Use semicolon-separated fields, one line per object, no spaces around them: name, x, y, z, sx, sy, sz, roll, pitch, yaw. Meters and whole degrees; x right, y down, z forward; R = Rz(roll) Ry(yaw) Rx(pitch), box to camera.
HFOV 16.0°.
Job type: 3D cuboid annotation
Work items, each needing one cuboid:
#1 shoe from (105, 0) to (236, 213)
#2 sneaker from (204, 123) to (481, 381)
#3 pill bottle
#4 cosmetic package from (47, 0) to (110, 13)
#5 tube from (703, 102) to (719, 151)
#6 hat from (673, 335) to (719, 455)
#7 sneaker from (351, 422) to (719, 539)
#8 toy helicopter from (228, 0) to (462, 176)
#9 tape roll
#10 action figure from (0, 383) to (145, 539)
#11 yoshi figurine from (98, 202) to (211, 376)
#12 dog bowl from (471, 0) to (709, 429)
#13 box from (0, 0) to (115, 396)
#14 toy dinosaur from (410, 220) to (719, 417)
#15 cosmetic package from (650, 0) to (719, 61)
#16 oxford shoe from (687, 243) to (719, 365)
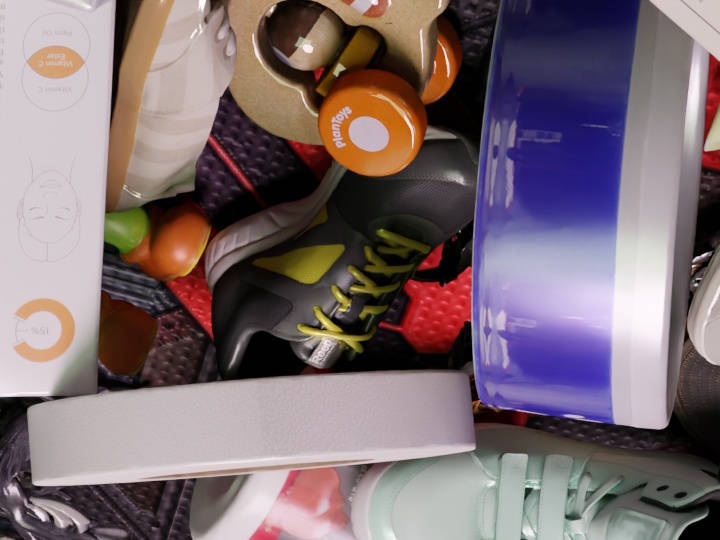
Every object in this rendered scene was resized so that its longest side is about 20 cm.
shoe;-0.080;-0.093;1.093;0.053;0.070;0.200;6;146;-13
sneaker;0.000;0.000;1.196;0.074;0.085;0.200;20;146;-31
pill bottle;0.022;0.131;1.323;0.200;0.111;0.111;26;135;-16
cosmetic package;-0.165;-0.201;0.929;0.199;0.167;0.167;14;99;-2
tube;0.197;-0.123;1.067;0.058;0.052;0.200;24;141;14
hat;0.245;0.067;1.199;0.200;0.081;0.201;-7;143;-5
sneaker;0.101;0.115;1.226;0.200;0.074;0.118;0;-177;-13
toy helicopter;-0.023;-0.143;1.090;0.132;0.079;0.200;13;127;11
tape roll;-0.048;0.072;1.148;0.202;0.037;0.203;-4;174;0
action figure;-0.153;0.102;1.329;0.102;0.119;0.200;20;148;-5
yoshi figurine;-0.172;-0.032;1.202;0.200;0.113;0.112;29;127;-16
dog bowl;0.099;-0.037;1.065;0.079;0.200;0.200;5;137;10
box;-0.176;-0.054;1.099;0.124;0.097;0.201;0;109;-15
toy dinosaur;0.099;0.033;1.225;0.136;0.102;0.200;26;115;-39
cosmetic package;0.152;-0.138;0.941;0.103;0.073;0.200;-32;138;25
oxford shoe;0.200;-0.033;1.084;0.075;0.058;0.200;-7;129;-39
